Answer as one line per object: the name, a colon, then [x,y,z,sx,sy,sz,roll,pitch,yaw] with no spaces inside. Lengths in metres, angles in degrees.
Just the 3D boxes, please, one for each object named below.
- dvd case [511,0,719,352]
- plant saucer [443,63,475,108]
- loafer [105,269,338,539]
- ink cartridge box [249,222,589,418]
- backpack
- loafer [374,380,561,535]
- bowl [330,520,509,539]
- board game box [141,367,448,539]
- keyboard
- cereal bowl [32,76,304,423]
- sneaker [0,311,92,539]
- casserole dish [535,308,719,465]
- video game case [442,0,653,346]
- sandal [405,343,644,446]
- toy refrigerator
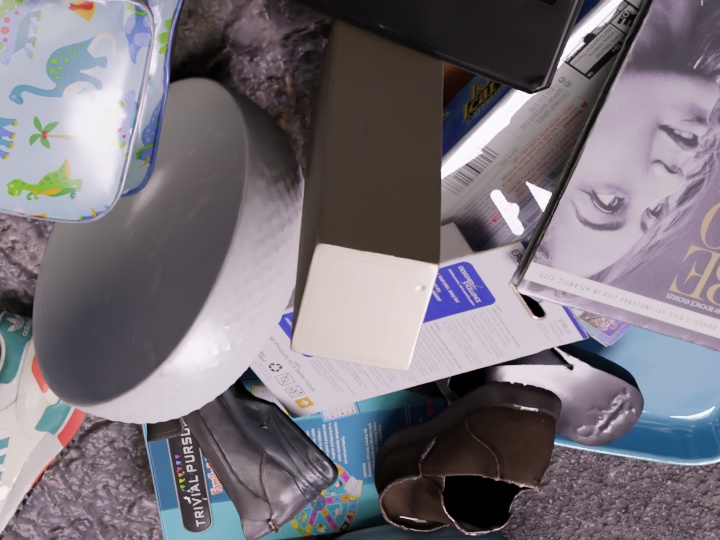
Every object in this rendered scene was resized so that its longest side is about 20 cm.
dvd case: [0.186,-0.059,1.218,0.148,0.016,0.201,16,109,-26]
plant saucer: [0.105,-0.132,1.260,0.198,0.038,0.201,-5,131,-6]
loafer: [-0.106,0.078,1.351,0.200,0.073,0.072,44,87,6]
ink cartridge box: [0.025,0.026,1.290,0.199,0.037,0.095,-15,135,24]
backpack: [-0.197,-0.128,1.169,0.198,0.147,0.184,9,126,-10]
loafer: [0.059,0.130,1.372,0.072,0.072,0.200,12,154,-16]
bowl: [0.038,0.230,1.502,0.199,0.106,0.201,-6,165,-2]
board game box: [-0.041,0.107,1.453,0.198,0.047,0.152,-7,129,-2]
keyboard: [0.029,-0.186,1.182,0.199,0.021,0.128,23,107,5]
cereal bowl: [-0.097,-0.003,1.256,0.083,0.201,0.200,28,122,-35]
sneaker: [-0.240,0.103,1.424,0.093,0.070,0.200,34,123,-10]
casserole dish: [0.183,0.067,1.455,0.199,0.039,0.122,10,128,-16]
video game case: [0.144,-0.068,1.266,0.181,0.046,0.200,31,120,-29]
sandal: [0.096,0.066,1.382,0.199,0.043,0.076,17,122,-24]
toy refrigerator: [0.008,-0.045,1.163,0.069,0.201,0.076,10,130,-6]
